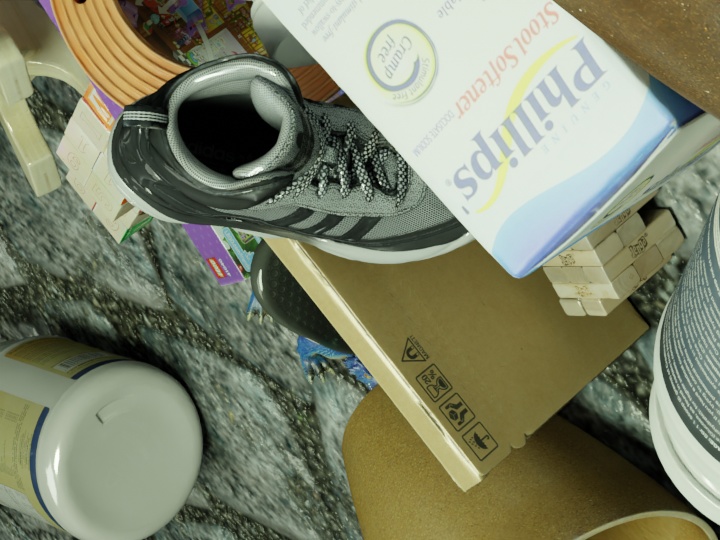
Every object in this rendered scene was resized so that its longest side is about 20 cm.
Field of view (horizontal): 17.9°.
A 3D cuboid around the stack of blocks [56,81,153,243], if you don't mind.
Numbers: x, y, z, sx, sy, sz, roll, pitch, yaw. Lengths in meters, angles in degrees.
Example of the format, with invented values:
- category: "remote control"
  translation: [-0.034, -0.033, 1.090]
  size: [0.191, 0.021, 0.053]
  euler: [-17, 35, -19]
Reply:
- category: "stack of blocks"
  translation: [-0.125, -0.087, 1.416]
  size: [0.059, 0.115, 0.200]
  euler: [51, 154, 4]

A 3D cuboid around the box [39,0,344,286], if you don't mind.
- category: "box"
  translation: [-0.073, -0.112, 1.276]
  size: [0.200, 0.137, 0.039]
  euler: [58, 155, -10]

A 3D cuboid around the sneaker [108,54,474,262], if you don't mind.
- category: "sneaker"
  translation: [-0.019, -0.051, 1.072]
  size: [0.114, 0.199, 0.076]
  euler: [132, 144, -81]

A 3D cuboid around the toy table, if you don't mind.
- category: "toy table"
  translation: [-0.239, -0.135, 1.499]
  size: [0.117, 0.183, 0.200]
  euler: [59, -179, 21]

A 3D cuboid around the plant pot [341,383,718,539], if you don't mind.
- category: "plant pot"
  translation: [0.077, 0.150, 1.335]
  size: [0.200, 0.186, 0.187]
  euler: [48, 157, 41]

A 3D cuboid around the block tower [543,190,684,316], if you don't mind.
- category: "block tower"
  translation: [0.092, -0.076, 1.146]
  size: [0.054, 0.058, 0.200]
  euler: [0, 124, 58]

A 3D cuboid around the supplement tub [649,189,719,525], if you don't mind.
- category: "supplement tub"
  translation: [0.205, 0.020, 0.981]
  size: [0.140, 0.140, 0.200]
  euler: [44, 152, 18]

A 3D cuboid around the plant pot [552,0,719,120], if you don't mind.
- category: "plant pot"
  translation: [0.196, -0.102, 0.834]
  size: [0.200, 0.187, 0.187]
  euler: [43, 156, -15]

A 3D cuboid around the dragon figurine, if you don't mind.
- category: "dragon figurine"
  translation: [-0.033, 0.005, 1.437]
  size: [0.200, 0.059, 0.100]
  euler: [52, 154, 18]

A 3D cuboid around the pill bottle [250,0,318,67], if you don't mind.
- category: "pill bottle"
  translation: [-0.047, -0.204, 1.099]
  size: [0.201, 0.112, 0.112]
  euler: [64, 156, 12]

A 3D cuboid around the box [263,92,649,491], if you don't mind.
- category: "box"
  translation: [0.043, -0.007, 1.189]
  size: [0.200, 0.163, 0.021]
  euler: [52, 139, 2]

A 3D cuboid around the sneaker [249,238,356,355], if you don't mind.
- category: "sneaker"
  translation: [0.000, 0.001, 1.259]
  size: [0.108, 0.201, 0.067]
  euler: [27, 106, 50]

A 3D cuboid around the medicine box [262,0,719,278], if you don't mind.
- category: "medicine box"
  translation: [0.069, -0.121, 0.960]
  size: [0.200, 0.182, 0.103]
  euler: [48, 123, 8]

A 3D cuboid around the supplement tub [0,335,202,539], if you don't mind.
- category: "supplement tub"
  translation: [-0.232, 0.130, 1.820]
  size: [0.200, 0.144, 0.145]
  euler: [13, 133, 53]

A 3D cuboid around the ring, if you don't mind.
- category: "ring"
  translation: [-0.070, -0.169, 1.187]
  size: [0.200, 0.200, 0.019]
  euler: [47, -166, 12]
